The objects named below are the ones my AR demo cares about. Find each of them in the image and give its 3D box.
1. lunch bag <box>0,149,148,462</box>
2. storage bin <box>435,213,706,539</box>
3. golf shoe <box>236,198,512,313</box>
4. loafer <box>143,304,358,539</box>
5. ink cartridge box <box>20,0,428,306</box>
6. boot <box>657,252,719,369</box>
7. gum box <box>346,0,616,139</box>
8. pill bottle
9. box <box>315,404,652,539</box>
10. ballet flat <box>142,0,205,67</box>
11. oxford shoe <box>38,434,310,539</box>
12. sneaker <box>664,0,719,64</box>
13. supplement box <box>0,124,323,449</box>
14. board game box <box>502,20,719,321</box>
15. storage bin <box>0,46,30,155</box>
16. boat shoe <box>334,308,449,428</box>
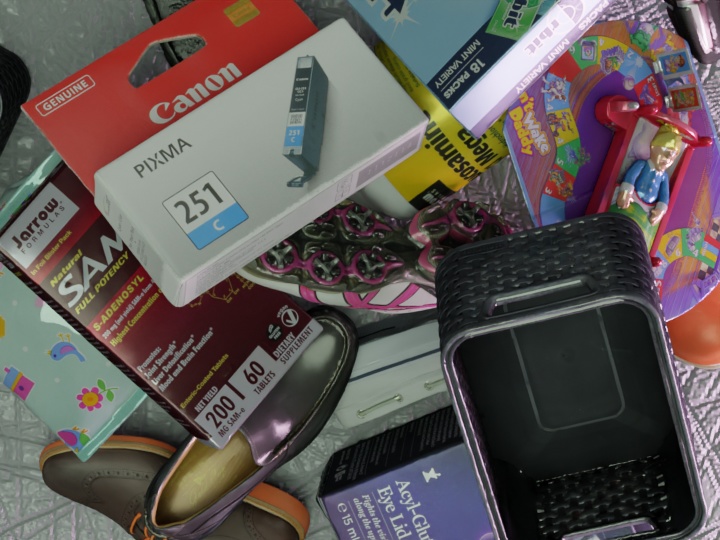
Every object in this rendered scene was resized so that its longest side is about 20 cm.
[{"bbox_3d":[-0.176,-0.002,1.695,0.170,0.122,0.200,42,102,-5],"label":"lunch bag"},{"bbox_3d":[0.133,0.079,1.557,0.134,0.094,0.201,-13,123,8],"label":"storage bin"},{"bbox_3d":[0.000,0.000,1.619,0.199,0.073,0.092,3,149,-26],"label":"golf shoe"},{"bbox_3d":[-0.073,0.109,1.683,0.073,0.072,0.200,38,94,3],"label":"loafer"},{"bbox_3d":[-0.087,-0.099,1.567,0.200,0.045,0.176,-34,73,-20],"label":"ink cartridge box"},{"bbox_3d":[0.192,-0.004,1.673,0.075,0.107,0.200,-38,100,11],"label":"boot"},{"bbox_3d":[0.074,-0.208,1.587,0.170,0.200,0.045,-44,142,6],"label":"gum box"},{"bbox_3d":[0.044,-0.106,1.656,0.200,0.112,0.113,-36,99,13],"label":"pill bottle"},{"bbox_3d":[0.091,0.171,1.725,0.199,0.104,0.149,-23,100,10],"label":"box"},{"bbox_3d":[-0.120,-0.181,1.679,0.066,0.057,0.201,-26,101,11],"label":"ballet flat"},{"bbox_3d":[-0.138,0.173,1.750,0.199,0.073,0.071,16,141,1],"label":"oxford shoe"},{"bbox_3d":[0.243,-0.243,1.627,0.115,0.076,0.201,-18,106,0],"label":"sneaker"},{"bbox_3d":[-0.135,0.011,1.613,0.200,0.061,0.109,42,81,-8],"label":"supplement box"},{"bbox_3d":[0.181,-0.063,1.593,0.157,0.039,0.201,-23,99,-26],"label":"board game box"},{"bbox_3d":[-0.330,-0.077,1.705,0.135,0.094,0.201,27,104,-2],"label":"storage bin"},{"bbox_3d":[0.064,0.056,1.721,0.199,0.074,0.067,-17,105,22],"label":"boat shoe"}]
